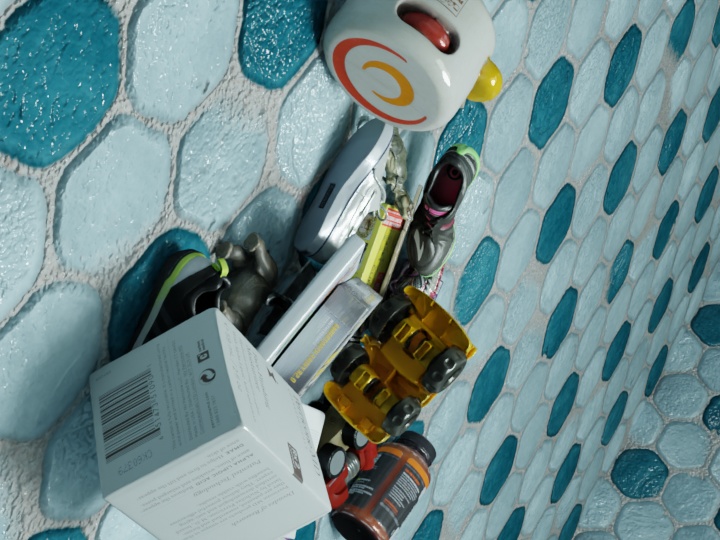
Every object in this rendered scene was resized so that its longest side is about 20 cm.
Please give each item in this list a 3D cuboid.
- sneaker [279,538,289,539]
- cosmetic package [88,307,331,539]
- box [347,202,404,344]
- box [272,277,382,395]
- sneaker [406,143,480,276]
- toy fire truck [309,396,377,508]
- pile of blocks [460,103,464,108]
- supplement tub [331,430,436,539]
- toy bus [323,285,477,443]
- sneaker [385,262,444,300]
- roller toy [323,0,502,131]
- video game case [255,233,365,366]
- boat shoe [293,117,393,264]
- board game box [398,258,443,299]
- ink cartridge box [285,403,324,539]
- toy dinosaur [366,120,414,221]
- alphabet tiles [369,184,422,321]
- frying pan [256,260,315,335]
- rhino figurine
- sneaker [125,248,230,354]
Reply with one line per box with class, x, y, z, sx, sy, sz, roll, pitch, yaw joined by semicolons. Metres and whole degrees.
sneaker;-0.128;0.318;1.615;0.084;0.080;0.201;-59;152;-30
cosmetic package;-0.159;0.183;1.247;0.164;0.166;0.200;-28;137;9
box;0.000;0.000;1.643;0.075;0.050;0.202;15;96;-64
box;-0.045;0.087;1.504;0.159;0.048;0.200;-51;177;5
sneaker;0.106;-0.086;1.685;0.084;0.076;0.202;-25;135;-62
toy fire truck;-0.039;0.287;1.738;0.176;0.128;0.201;-43;134;-40
pile of blocks;0.107;-0.257;1.609;0.200;0.062;0.083;-30;117;-67
supplement tub;0.047;0.358;1.940;0.200;0.106;0.107;-49;148;-32
toy bus;0.066;0.138;1.657;0.200;0.136;0.192;-48;163;4
sneaker;0.079;0.022;1.767;0.081;0.074;0.202;103;6;-82
roller toy;0.063;-0.272;1.404;0.140;0.199;0.183;-56;145;-24
video game case;-0.068;0.052;1.434;0.200;0.024;0.182;-51;176;-10
boat shoe;0.000;-0.093;1.516;0.086;0.074;0.203;34;80;-34
board game box;0.062;0.091;1.856;0.201;0.032;0.120;-66;157;-5
ink cartridge box;-0.119;0.249;1.529;0.200;0.043;0.175;38;65;-63
toy dinosaur;0.033;-0.164;1.581;0.088;0.047;0.202;-9;100;-42
alphabet tiles;0.053;-0.027;1.698;0.167;0.007;0.202;-34;144;-86
frying pan;-0.084;0.027;1.446;0.115;0.031;0.190;-54;179;-20
rhino figurine;-0.159;0.055;1.376;0.201;0.059;0.087;-62;150;-9
sneaker;-0.196;0.074;1.286;0.072;0.082;0.202;-10;124;-59
